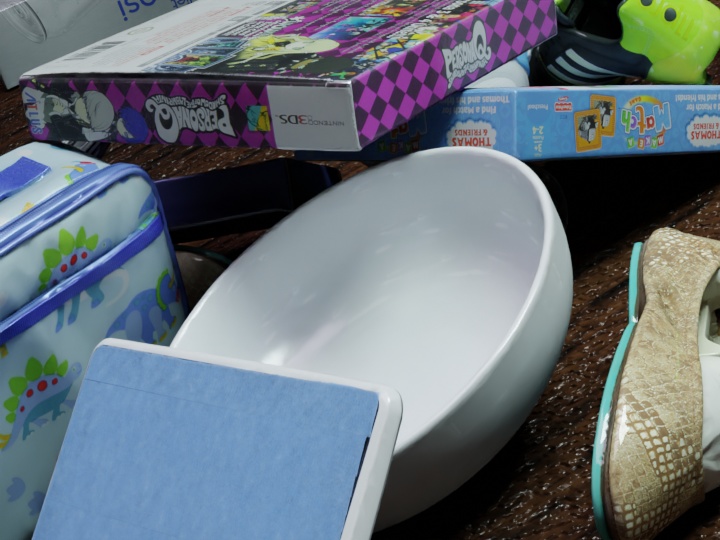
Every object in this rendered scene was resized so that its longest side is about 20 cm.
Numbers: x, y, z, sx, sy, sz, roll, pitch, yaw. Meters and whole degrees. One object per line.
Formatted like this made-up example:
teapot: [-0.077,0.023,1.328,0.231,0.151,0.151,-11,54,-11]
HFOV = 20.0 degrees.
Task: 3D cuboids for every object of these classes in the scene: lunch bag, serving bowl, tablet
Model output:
lunch bag: [-0.167,0.042,0.907,0.082,0.162,0.200,20,40,37]
serving bowl: [0.009,0.040,0.856,0.199,0.066,0.201,-28,32,19]
tablet: [-0.066,0.097,0.790,0.199,0.014,0.131,6,76,51]

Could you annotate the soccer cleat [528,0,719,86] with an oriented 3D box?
soccer cleat: [0.131,-0.135,1.134,0.068,0.081,0.200,-62,20,-9]

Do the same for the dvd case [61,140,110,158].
dvd case: [-0.182,-0.022,1.122,0.200,0.016,0.149,-53,5,29]

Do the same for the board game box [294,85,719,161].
board game box: [0.089,-0.074,1.018,0.199,0.037,0.151,-6,7,-43]

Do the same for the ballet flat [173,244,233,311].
ballet flat: [-0.127,0.029,1.064,0.199,0.068,0.062,-4,43,53]

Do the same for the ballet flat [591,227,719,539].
ballet flat: [0.130,0.038,0.784,0.065,0.071,0.200,0,30,13]

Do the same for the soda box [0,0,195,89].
soda box: [-0.229,-0.229,1.753,0.199,0.069,0.063,-23,21,-7]

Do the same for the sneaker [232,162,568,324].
sneaker: [0.000,0.000,1.000,0.199,0.067,0.090,-25,18,-20]

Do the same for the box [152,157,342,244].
box: [-0.082,-0.034,1.078,0.120,0.033,0.200,-9,1,9]

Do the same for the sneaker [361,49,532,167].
sneaker: [0.006,-0.085,1.121,0.198,0.087,0.075,-5,-7,-13]

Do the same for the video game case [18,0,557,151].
video game case: [-0.029,-0.102,0.959,0.180,0.036,0.200,3,22,30]
